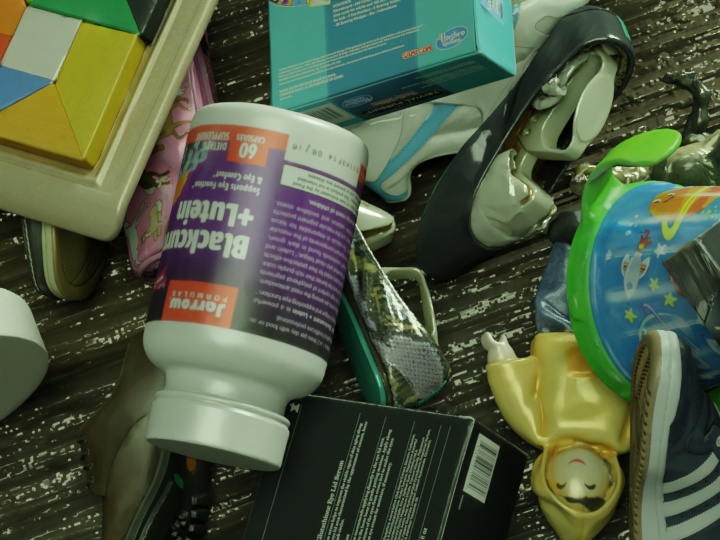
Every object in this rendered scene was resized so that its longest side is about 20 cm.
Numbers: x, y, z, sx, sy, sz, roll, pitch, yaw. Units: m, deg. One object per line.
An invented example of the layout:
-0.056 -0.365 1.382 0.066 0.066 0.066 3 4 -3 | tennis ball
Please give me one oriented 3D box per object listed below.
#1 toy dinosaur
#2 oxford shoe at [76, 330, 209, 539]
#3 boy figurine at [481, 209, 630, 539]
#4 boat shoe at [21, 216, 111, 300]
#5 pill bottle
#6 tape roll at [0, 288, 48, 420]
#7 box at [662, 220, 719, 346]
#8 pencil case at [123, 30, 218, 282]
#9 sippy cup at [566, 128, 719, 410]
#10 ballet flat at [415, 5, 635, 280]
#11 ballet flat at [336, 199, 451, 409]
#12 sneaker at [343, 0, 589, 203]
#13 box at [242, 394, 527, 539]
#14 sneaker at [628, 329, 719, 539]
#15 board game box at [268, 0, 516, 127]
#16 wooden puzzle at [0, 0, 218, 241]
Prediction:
0.230 -0.083 1.530 0.198 0.047 0.089 -4 87 7 | toy dinosaur
-0.138 0.131 1.512 0.084 0.073 0.201 7 70 25 | oxford shoe
0.132 0.066 1.487 0.123 0.064 0.201 11 72 -2 | boy figurine
-0.203 -0.074 1.582 0.064 0.073 0.202 -10 70 24 | boat shoe
-0.067 0.011 1.443 0.111 0.111 0.202 9 79 11 | pill bottle
-0.287 0.074 1.476 0.202 0.203 0.037 -25 72 0 | tape roll
0.288 0.004 1.342 0.199 0.050 0.158 -32 85 -24 | box
-0.121 -0.093 1.564 0.086 0.083 0.201 -14 71 4 | pencil case
0.211 0.008 1.425 0.130 0.177 0.141 -9 64 51 | sippy cup
0.105 -0.072 1.506 0.073 0.073 0.201 36 96 17 | ballet flat
0.000 0.000 1.527 0.072 0.072 0.201 -28 67 -1 | ballet flat
0.072 -0.125 1.549 0.199 0.077 0.081 -36 104 2 | sneaker
0.001 0.183 1.440 0.140 0.079 0.201 7 73 34 | box
0.211 0.116 1.410 0.108 0.201 0.070 -1 37 3 | sneaker
0.015 -0.198 1.493 0.150 0.047 0.202 -14 68 31 | board game box
-0.195 -0.135 1.536 0.184 0.037 0.201 17 81 25 | wooden puzzle
